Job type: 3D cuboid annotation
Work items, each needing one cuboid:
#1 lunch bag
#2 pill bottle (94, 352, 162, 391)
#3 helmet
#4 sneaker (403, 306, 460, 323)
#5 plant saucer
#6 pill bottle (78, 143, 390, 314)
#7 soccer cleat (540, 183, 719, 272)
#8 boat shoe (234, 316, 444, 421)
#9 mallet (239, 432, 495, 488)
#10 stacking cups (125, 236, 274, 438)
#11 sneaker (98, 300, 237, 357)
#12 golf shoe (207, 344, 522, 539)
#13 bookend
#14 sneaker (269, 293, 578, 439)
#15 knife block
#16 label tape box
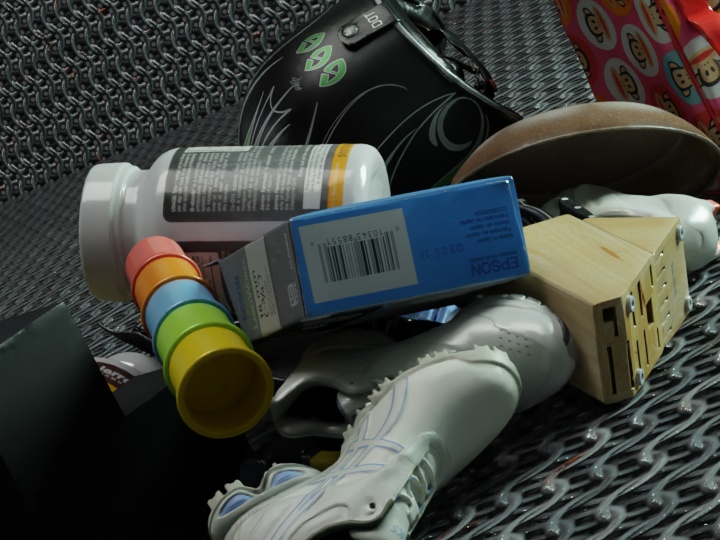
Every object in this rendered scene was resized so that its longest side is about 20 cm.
[{"bbox_3d":[0.229,-0.152,1.782,0.082,0.201,0.176,-31,14,-17],"label":"lunch bag"},{"bbox_3d":[-0.197,0.131,1.716,0.109,0.110,0.200,-21,12,29],"label":"pill bottle"},{"bbox_3d":[0.005,-0.093,1.819,0.191,0.200,0.200,-47,5,15],"label":"helmet"},{"bbox_3d":[0.047,0.030,1.675,0.074,0.083,0.200,-18,17,37],"label":"sneaker"},{"bbox_3d":[0.152,-0.072,1.738,0.199,0.037,0.201,-9,-20,-3],"label":"plant saucer"},{"bbox_3d":[-0.083,-0.027,1.695,0.199,0.117,0.116,0,16,11],"label":"pill bottle"},{"bbox_3d":[0.160,-0.022,1.670,0.077,0.070,0.200,-13,5,-31],"label":"soccer cleat"},{"bbox_3d":[-0.002,0.059,1.573,0.199,0.060,0.076,-7,52,24],"label":"boat shoe"},{"bbox_3d":[0.000,0.118,1.496,0.066,0.041,0.200,-30,14,-31],"label":"mallet"},{"bbox_3d":[-0.110,0.031,1.536,0.060,0.061,0.200,-28,31,-6],"label":"stacking cups"},{"bbox_3d":[-0.095,0.057,1.753,0.199,0.104,0.060,6,64,57],"label":"sneaker"},{"bbox_3d":[0.017,0.123,1.369,0.200,0.078,0.097,-36,36,-6],"label":"golf shoe"},{"bbox_3d":[-0.177,0.099,1.571,0.092,0.201,0.199,-16,15,44],"label":"bookend"},{"bbox_3d":[0.036,0.069,1.459,0.199,0.075,0.087,-15,13,32],"label":"sneaker"},{"bbox_3d":[0.105,0.014,1.517,0.175,0.064,0.200,-2,21,23],"label":"knife block"},{"bbox_3d":[0.000,0.000,1.515,0.144,0.064,0.200,-11,-5,-19],"label":"label tape box"}]
